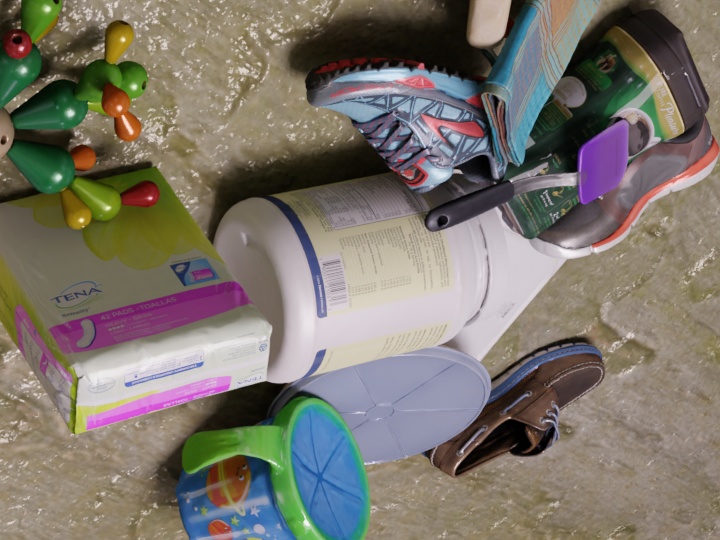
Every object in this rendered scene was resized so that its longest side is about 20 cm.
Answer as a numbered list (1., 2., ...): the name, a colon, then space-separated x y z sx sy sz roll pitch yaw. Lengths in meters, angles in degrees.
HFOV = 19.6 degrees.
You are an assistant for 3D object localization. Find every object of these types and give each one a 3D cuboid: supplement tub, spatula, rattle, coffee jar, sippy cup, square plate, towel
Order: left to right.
1. sippy cup: -0.080 0.189 1.772 0.130 0.140 0.178 -19 109 26
2. supplement tub: 0.000 0.000 1.632 0.200 0.145 0.145 -12 136 -28
3. rattle: 0.056 -0.214 1.528 0.143 0.130 0.200 -8 171 -4
4. square plate: 0.085 0.017 1.811 0.198 0.028 0.200 19 117 -46
5. spatula: 0.133 -0.065 1.618 0.200 0.021 0.057 -19 122 -24
6. towel: 0.146 -0.186 1.551 0.200 0.022 0.147 -62 164 -13
7. coffee jar: 0.185 -0.121 1.698 0.200 0.085 0.104 -34 135 -2

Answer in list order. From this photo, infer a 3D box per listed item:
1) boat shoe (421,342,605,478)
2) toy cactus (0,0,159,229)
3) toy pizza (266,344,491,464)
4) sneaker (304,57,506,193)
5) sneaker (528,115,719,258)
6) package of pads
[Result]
1. boat shoe: 0.151 0.138 1.951 0.200 0.072 0.072 -27 142 -12
2. toy cactus: -0.220 -0.096 1.413 0.165 0.102 0.200 -17 143 -4
3. toy pizza: 0.015 0.111 1.826 0.200 0.032 0.200 -9 148 -6
4. sneaker: 0.045 -0.107 1.573 0.200 0.079 0.096 7 89 -35
5. sneaker: 0.217 -0.088 1.778 0.200 0.077 0.082 -35 133 -21
6. package of pads: -0.175 0.019 1.471 0.154 0.200 0.068 -15 134 -25
